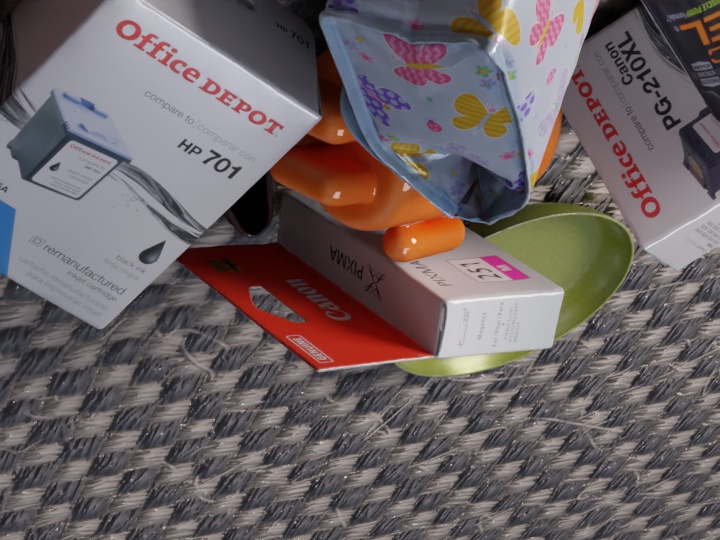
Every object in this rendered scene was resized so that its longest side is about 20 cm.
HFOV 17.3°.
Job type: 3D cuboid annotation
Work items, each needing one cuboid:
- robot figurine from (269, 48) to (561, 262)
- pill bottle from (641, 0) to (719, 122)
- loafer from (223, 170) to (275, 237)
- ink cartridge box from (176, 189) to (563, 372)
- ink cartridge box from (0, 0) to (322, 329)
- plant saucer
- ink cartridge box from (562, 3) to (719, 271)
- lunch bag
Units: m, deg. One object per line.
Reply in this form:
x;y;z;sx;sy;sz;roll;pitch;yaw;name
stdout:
0.040;-0.088;1.437;0.200;0.144;0.117;-14;168;-36;robot figurine
0.229;-0.157;1.387;0.106;0.106;0.200;-32;108;12;pill bottle
-0.076;-0.092;1.407;0.072;0.063;0.200;-21;151;-8;loafer
0.000;0.000;1.487;0.173;0.200;0.044;-3;113;-33;ink cartridge box
-0.140;-0.082;1.310;0.146;0.086;0.200;31;123;-29;ink cartridge box
0.105;0.009;1.743;0.200;0.031;0.200;-18;151;-11;plant saucer
0.238;-0.115;1.514;0.200;0.145;0.084;-33;161;14;ink cartridge box
0.064;-0.141;1.307;0.127;0.170;0.200;13;156;21;lunch bag
